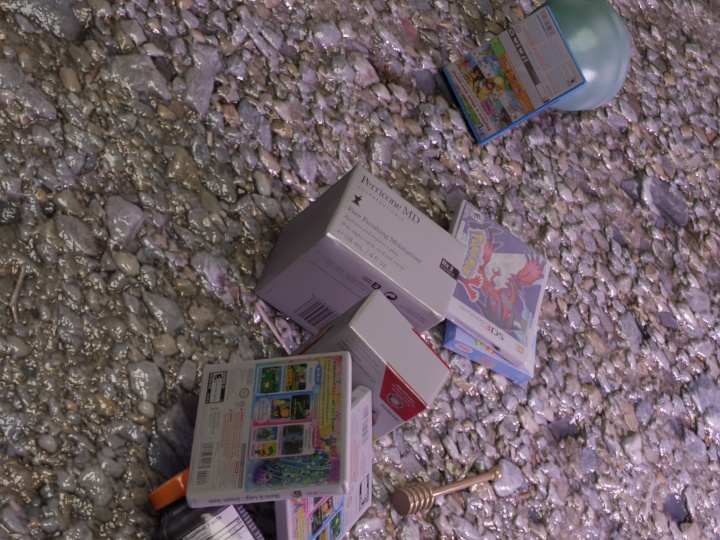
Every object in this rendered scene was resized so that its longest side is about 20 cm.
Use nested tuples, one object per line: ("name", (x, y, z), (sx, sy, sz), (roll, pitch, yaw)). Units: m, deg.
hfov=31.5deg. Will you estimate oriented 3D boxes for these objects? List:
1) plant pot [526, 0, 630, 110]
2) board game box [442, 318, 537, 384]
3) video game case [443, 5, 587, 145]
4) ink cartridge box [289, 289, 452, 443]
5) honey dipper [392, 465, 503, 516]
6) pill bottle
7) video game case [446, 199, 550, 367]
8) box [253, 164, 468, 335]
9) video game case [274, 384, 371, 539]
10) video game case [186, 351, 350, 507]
("plant pot", (0.331, -0.357, 2.129), (0.133, 0.200, 0.202), (-21, 80, -43))
("board game box", (0.202, 0.052, 1.932), (0.150, 0.037, 0.202), (26, 55, -24))
("video game case", (0.248, -0.314, 2.062), (0.145, 0.198, 0.018), (64, 18, 9))
("ink cartridge box", (-0.005, 0.139, 1.617), (0.145, 0.200, 0.084), (45, 44, -7))
("honey dipper", (0.127, 0.296, 1.747), (0.198, 0.038, 0.038), (-8, 71, -41))
("pill bottle", (-0.164, 0.323, 1.469), (0.106, 0.106, 0.201), (-29, 85, -42))
("video game case", (0.195, 0.017, 1.905), (0.181, 0.023, 0.202), (34, 51, -17))
("box", (0.000, 0.000, 1.698), (0.198, 0.200, 0.132), (35, 51, -16))
("video game case", (-0.043, 0.267, 1.550), (0.023, 0.202, 0.182), (21, 42, 26))
("video game case", (-0.101, 0.179, 1.462), (0.179, 0.024, 0.201), (-6, 41, 6))
